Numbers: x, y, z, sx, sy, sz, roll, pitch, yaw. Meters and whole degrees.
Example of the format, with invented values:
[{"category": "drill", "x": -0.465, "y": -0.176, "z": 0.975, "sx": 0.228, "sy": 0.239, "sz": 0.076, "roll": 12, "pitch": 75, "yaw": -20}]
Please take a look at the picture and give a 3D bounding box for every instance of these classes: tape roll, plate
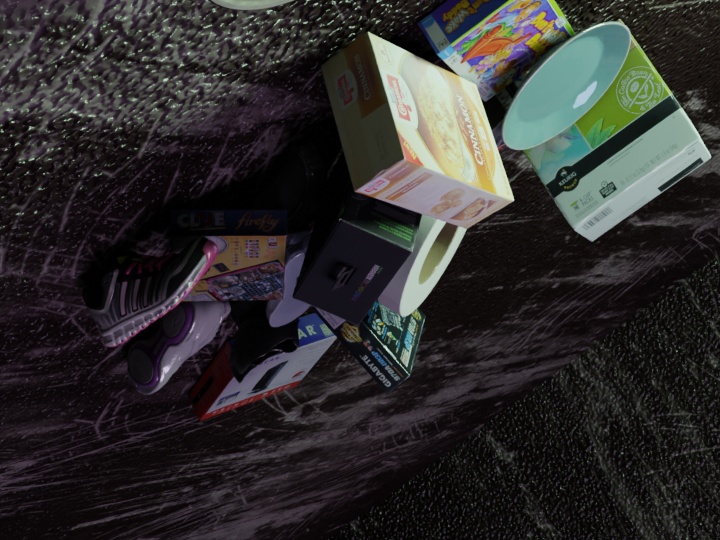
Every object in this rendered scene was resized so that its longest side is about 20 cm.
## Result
[{"category": "tape roll", "x": 0.087, "y": -0.039, "z": 1.624, "sx": 0.204, "sy": 0.037, "sz": 0.204, "roll": -54, "pitch": 164, "yaw": -23}, {"category": "plate", "x": 0.242, "y": -0.227, "z": 1.566, "sx": 0.199, "sy": 0.026, "sz": 0.201, "roll": -33, "pitch": 157, "yaw": -16}]

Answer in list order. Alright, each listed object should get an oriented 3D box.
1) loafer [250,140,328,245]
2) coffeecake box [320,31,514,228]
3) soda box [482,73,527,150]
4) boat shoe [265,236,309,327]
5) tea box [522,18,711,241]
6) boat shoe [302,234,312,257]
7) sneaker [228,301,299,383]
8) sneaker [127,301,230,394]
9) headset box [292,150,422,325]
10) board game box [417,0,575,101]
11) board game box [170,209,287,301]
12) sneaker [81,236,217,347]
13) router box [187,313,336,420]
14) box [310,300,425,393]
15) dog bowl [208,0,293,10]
[{"category": "loafer", "x": -0.089, "y": -0.081, "z": 1.526, "sx": 0.071, "sy": 0.074, "sz": 0.201, "roll": -17, "pitch": 157, "yaw": -24}, {"category": "coffeecake box", "x": 0.062, "y": -0.145, "z": 1.384, "sx": 0.073, "sy": 0.156, "sz": 0.199, "roll": -30, "pitch": 153, "yaw": 32}, {"category": "soda box", "x": 0.141, "y": -0.174, "z": 1.661, "sx": 0.070, "sy": 0.064, "sz": 0.200, "roll": -9, "pitch": 152, "yaw": -49}, {"category": "boat shoe", "x": -0.102, "y": 0.003, "z": 1.728, "sx": 0.073, "sy": 0.069, "sz": 0.200, "roll": -24, "pitch": 155, "yaw": -17}, {"category": "tea box", "x": 0.322, "y": -0.181, "z": 1.715, "sx": 0.199, "sy": 0.198, "sz": 0.133, "roll": -36, "pitch": 162, "yaw": 14}, {"category": "boat shoe", "x": 0.000, "y": 0.000, "z": 1.661, "sx": 0.072, "sy": 0.072, "sz": 0.198, "roll": -22, "pitch": 161, "yaw": 40}, {"category": "sneaker", "x": -0.109, "y": 0.071, "z": 1.839, "sx": 0.198, "sy": 0.105, "sz": 0.060, "roll": -23, "pitch": 161, "yaw": -25}, {"category": "sneaker", "x": -0.243, "y": 0.102, "z": 1.751, "sx": 0.099, "sy": 0.076, "sz": 0.200, "roll": -9, "pitch": 152, "yaw": -47}, {"category": "headset box", "x": 0.006, "y": -0.060, "z": 1.507, "sx": 0.092, "sy": 0.202, "sz": 0.175, "roll": 22, "pitch": 144, "yaw": -10}, {"category": "board game box", "x": 0.157, "y": -0.270, "z": 1.456, "sx": 0.134, "sy": 0.045, "sz": 0.200, "roll": -36, "pitch": 162, "yaw": 13}, {"category": "board game box", "x": -0.156, "y": -0.016, "z": 1.556, "sx": 0.133, "sy": 0.035, "sz": 0.201, "roll": 0, "pitch": 157, "yaw": -6}, {"category": "sneaker", "x": -0.245, "y": 0.009, "z": 1.467, "sx": 0.199, "sy": 0.088, "sz": 0.074, "roll": -34, "pitch": -169, "yaw": 33}, {"category": "router box", "x": -0.156, "y": 0.151, "z": 2.068, "sx": 0.198, "sy": 0.049, "sz": 0.180, "roll": -17, "pitch": 158, "yaw": -38}, {"category": "box", "x": 0.015, "y": 0.056, "z": 1.790, "sx": 0.046, "sy": 0.159, "sz": 0.200, "roll": -37, "pitch": -168, "yaw": 21}, {"category": "dog bowl", "x": -0.057, "y": -0.295, "z": 0.997, "sx": 0.198, "sy": 0.074, "sz": 0.201, "roll": -27, "pitch": 161, "yaw": -10}]
